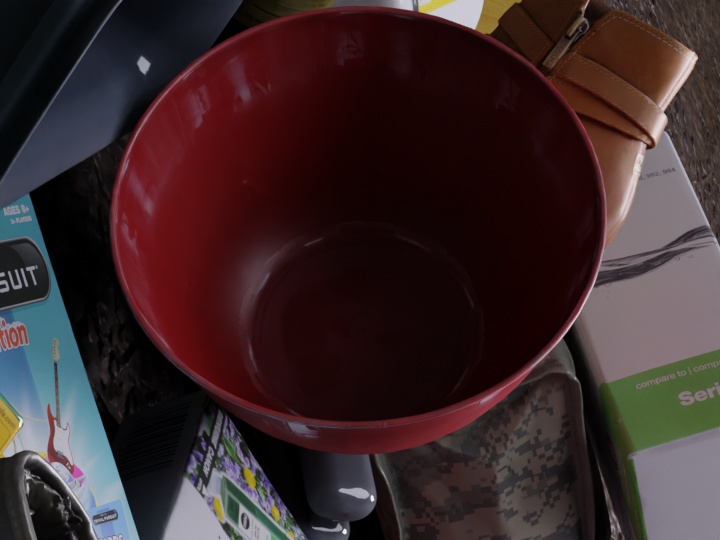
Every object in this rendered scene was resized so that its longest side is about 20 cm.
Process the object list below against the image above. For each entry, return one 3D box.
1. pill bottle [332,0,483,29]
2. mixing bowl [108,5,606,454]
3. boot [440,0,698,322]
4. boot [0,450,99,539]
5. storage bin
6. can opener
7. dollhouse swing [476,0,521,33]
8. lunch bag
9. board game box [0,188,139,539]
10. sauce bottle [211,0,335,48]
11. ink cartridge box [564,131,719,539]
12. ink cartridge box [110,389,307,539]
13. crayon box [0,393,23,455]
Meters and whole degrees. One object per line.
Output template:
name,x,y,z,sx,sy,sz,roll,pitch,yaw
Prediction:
pill bottle,0.002,-0.149,1.272,0.112,0.112,0.200,70,22,-6
mixing bowl,0.000,0.000,0.996,0.109,0.199,0.201,87,-2,-60
boot,0.046,-0.077,1.096,0.200,0.156,0.077,34,6,35
boot,-0.167,0.087,0.587,0.182,0.199,0.073,58,26,-30
storage bin,-0.124,-0.134,0.916,0.134,0.146,0.200,38,25,2
can opener,-0.045,0.034,1.092,0.067,0.053,0.201,11,46,-28
dollhouse swing,0.100,-0.057,1.533,0.181,0.176,0.200,22,38,-6
lunch bag,0.055,0.083,1.183,0.164,0.117,0.201,-102,180,-52
board game box,-0.143,0.077,0.851,0.151,0.047,0.201,-17,90,-68
sauce bottle,-0.042,-0.133,1.057,0.066,0.200,0.066,17,54,-25
ink cartridge box,0.151,0.052,1.193,0.146,0.084,0.200,74,0,-46
ink cartridge box,-0.046,0.161,1.008,0.200,0.050,0.109,59,25,-27
crayon box,-0.199,0.024,0.684,0.119,0.058,0.200,-56,130,-28
